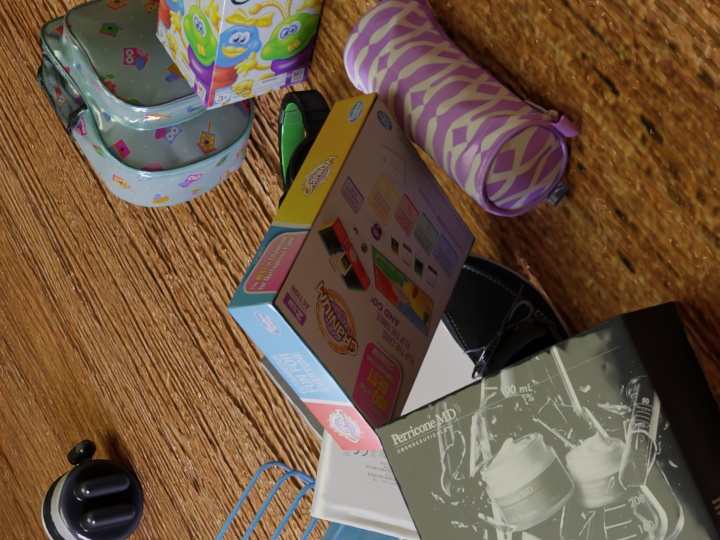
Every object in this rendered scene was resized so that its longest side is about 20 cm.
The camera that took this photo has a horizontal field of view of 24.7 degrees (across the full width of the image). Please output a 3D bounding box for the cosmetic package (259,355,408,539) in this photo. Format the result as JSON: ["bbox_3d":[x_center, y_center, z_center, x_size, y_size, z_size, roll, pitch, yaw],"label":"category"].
[{"bbox_3d":[0.012,0.131,1.366,0.200,0.090,0.107,53,180,11],"label":"cosmetic package"}]

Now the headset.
[{"bbox_3d":[-0.020,-0.060,1.369,0.124,0.093,0.201,106,153,-55],"label":"headset"}]

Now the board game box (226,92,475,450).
[{"bbox_3d":[0.000,0.000,1.147,0.040,0.201,0.153,-8,132,37],"label":"board game box"}]

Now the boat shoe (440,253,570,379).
[{"bbox_3d":[0.116,0.058,1.194,0.075,0.062,0.200,-45,61,11],"label":"boat shoe"}]

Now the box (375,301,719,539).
[{"bbox_3d":[0.141,0.144,1.079,0.199,0.104,0.183,-28,79,28],"label":"box"}]

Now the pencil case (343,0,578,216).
[{"bbox_3d":[0.068,-0.122,1.181,0.086,0.084,0.200,-54,51,12],"label":"pencil case"}]

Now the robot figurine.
[{"bbox_3d":[-0.371,0.329,2.286,0.124,0.151,0.200,31,156,-13],"label":"robot figurine"}]

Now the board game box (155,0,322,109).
[{"bbox_3d":[-0.097,-0.251,1.387,0.103,0.104,0.200,55,151,28],"label":"board game box"}]

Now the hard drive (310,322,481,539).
[{"bbox_3d":[0.039,0.106,1.280,0.131,0.026,0.201,10,93,19],"label":"hard drive"}]

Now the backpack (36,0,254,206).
[{"bbox_3d":[-0.193,-0.169,1.550,0.201,0.175,0.153,63,157,8],"label":"backpack"}]

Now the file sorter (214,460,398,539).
[{"bbox_3d":[-0.036,0.271,1.522,0.123,0.139,0.200,38,168,-27],"label":"file sorter"}]
